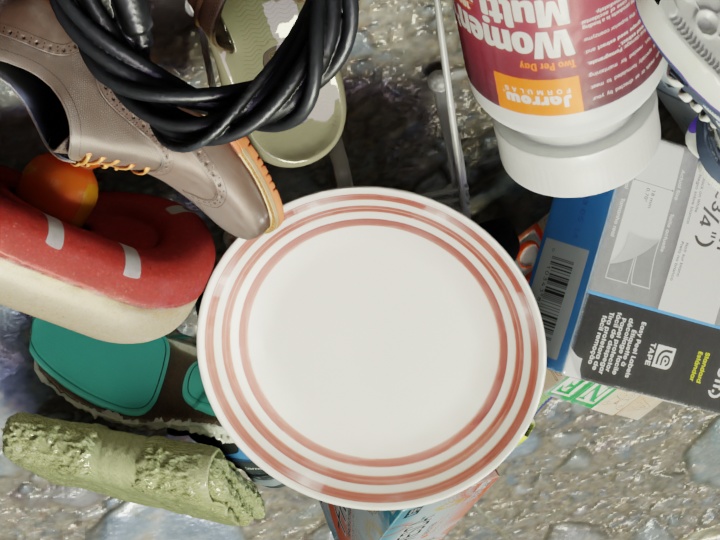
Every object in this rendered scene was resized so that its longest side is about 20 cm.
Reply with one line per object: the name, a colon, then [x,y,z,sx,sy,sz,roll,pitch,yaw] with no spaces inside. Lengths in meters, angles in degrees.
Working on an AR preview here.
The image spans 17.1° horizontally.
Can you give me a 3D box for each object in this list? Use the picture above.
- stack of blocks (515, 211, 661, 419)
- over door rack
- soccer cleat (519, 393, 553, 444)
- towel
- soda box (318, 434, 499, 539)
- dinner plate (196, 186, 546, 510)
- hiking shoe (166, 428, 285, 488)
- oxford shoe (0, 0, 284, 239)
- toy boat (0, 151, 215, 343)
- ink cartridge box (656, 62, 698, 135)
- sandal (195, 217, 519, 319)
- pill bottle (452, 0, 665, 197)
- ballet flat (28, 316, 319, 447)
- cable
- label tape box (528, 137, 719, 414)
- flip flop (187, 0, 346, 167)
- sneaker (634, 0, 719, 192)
stack of blocks: [0.156,0.027,1.524,0.115,0.059,0.200,-39,149,24]
over door rack: [-0.017,-0.102,1.334,0.147,0.067,0.201,-12,128,-7]
soccer cleat: [0.073,0.120,1.621,0.083,0.065,0.200,1,147,-23]
towel: [-0.139,0.123,1.486,0.148,0.037,0.200,11,171,8]
soda box: [0.026,0.134,1.497,0.068,0.064,0.200,-18,165,-16]
dinner plate: [0.006,0.043,1.360,0.199,0.024,0.201,3,114,7]
hiking shoe: [-0.024,0.067,1.486,0.087,0.075,0.200,24,126,-41]
oxford shoe: [-0.125,-0.073,1.251,0.200,0.073,0.071,42,156,-17]
toy boat: [-0.163,-0.046,1.313,0.200,0.130,0.131,22,99,-40]
ink cartridge box: [0.243,-0.098,1.334,0.047,0.200,0.160,-55,140,-10]
sandal: [0.000,0.000,1.423,0.199,0.076,0.043,-14,114,-7]
pill bottle: [0.103,-0.141,1.260,0.109,0.110,0.200,-16,132,-2]
ballet flat: [-0.108,0.075,1.449,0.199,0.072,0.072,17,144,14]
cable: [-0.075,-0.156,1.157,0.163,0.051,0.201,17,99,-5]
label tape box: [0.200,0.005,1.405,0.199,0.063,0.145,14,93,-30]
flip flop: [-0.057,-0.137,1.221,0.081,0.058,0.201,-21,117,-2]
sneaker: [0.192,-0.088,1.257,0.200,0.081,0.146,30,159,-21]
